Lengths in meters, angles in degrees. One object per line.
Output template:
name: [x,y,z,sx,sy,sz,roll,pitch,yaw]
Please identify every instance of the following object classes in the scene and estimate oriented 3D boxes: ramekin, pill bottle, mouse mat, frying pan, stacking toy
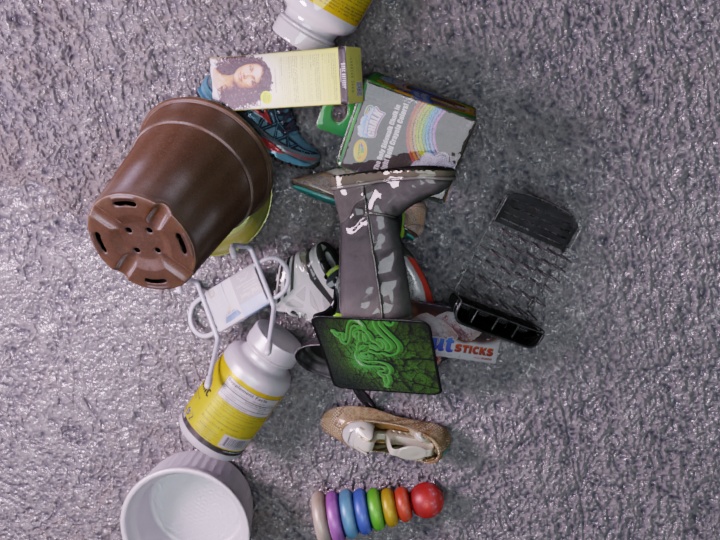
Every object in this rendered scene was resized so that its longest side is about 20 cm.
ramekin: [-0.261,0.378,1.567,0.200,0.098,0.201,1,105,5]
pill bottle: [-0.032,-0.385,1.331,0.112,0.112,0.200,31,105,-3]
mouse mat: [0.026,0.119,1.385,0.161,0.008,0.200,2,145,12]
frying pan: [-0.010,0.144,1.461,0.190,0.031,0.115,32,145,-32]
stacking toy: [0.029,0.366,1.550,0.200,0.085,0.086,-10,104,2]
pill bottle: [-0.172,0.174,1.497,0.111,0.111,0.200,35,105,-4]

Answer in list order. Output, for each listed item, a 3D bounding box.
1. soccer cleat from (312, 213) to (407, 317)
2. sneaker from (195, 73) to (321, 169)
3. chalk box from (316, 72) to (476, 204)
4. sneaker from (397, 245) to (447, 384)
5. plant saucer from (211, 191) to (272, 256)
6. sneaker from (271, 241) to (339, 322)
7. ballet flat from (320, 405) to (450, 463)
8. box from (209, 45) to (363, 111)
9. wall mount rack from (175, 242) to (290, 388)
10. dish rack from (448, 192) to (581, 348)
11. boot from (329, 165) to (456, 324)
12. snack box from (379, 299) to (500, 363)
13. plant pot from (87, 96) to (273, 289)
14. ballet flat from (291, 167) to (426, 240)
soccer cleat: [0.000,0.000,1.389,0.081,0.068,0.200,23,101,-11]
sneaker: [-0.128,-0.220,1.404,0.200,0.079,0.096,37,103,-4]
chalk box: [0.044,-0.190,1.372,0.200,0.124,0.125,21,107,1]
sneaker: [0.049,0.063,1.445,0.108,0.067,0.202,-30,105,-21]
plant saucer: [-0.224,-0.120,1.465,0.200,0.031,0.200,1,105,5]
sneaker: [-0.057,0.061,1.487,0.115,0.076,0.201,-19,106,28]
ballet flat: [0.036,0.249,1.516,0.200,0.065,0.071,6,115,6]
box: [-0.097,-0.247,1.315,0.200,0.050,0.075,-1,99,23]
wall mount rack: [-0.185,0.065,1.452,0.200,0.075,0.174,-30,73,27]
dish rack: [0.221,-0.004,1.408,0.153,0.055,0.200,20,105,-28]
boot: [0.046,-0.032,1.311,0.182,0.073,0.200,-4,96,23]
snack box: [0.113,0.085,1.431,0.200,0.024,0.072,10,94,-29]
plant pot: [-0.241,-0.092,1.321,0.200,0.198,0.200,11,131,13]
ballet flat: [0.002,-0.109,1.435,0.200,0.068,0.067,23,87,-6]
